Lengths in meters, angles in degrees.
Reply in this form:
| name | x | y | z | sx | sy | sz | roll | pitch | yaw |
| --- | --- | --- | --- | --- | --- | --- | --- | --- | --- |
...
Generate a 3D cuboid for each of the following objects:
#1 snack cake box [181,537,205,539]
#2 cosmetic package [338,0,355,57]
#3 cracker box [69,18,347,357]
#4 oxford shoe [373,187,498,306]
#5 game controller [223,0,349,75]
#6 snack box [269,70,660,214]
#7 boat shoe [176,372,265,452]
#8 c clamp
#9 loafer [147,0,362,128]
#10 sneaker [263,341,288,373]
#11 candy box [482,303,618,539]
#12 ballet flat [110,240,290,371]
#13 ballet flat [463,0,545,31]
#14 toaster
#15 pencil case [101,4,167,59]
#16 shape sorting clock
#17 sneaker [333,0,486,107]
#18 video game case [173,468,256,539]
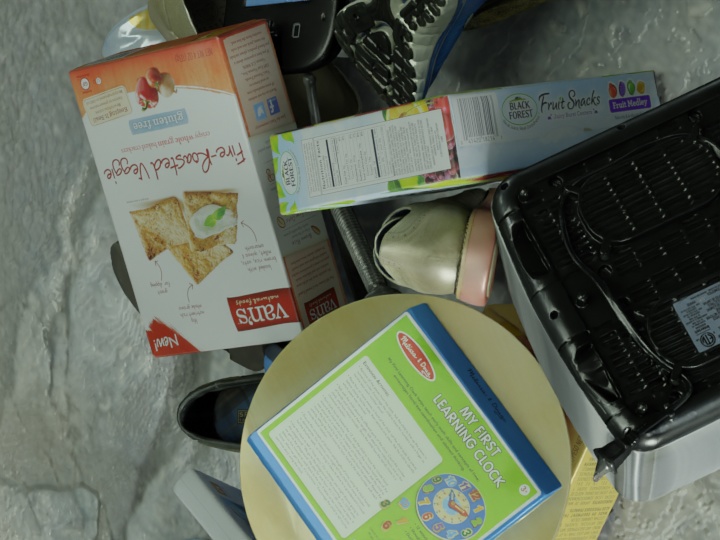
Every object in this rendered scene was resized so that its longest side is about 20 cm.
| name | x | y | z | sx | sy | sz | roll | pitch | yaw |
| --- | --- | --- | --- | --- | --- | --- | --- | --- | --- |
| snack cake box | -0.181 | 0.255 | 1.628 | 0.067 | 0.199 | 0.115 | 36 | 113 | 38 |
| cosmetic package | 0.013 | -0.260 | 1.548 | 0.200 | 0.052 | 0.151 | -43 | 63 | 35 |
| cracker box | -0.098 | -0.050 | 1.527 | 0.134 | 0.058 | 0.201 | -9 | 103 | 38 |
| oxford shoe | 0.047 | -0.021 | 1.428 | 0.073 | 0.200 | 0.071 | 10 | 91 | 2 |
| game controller | -0.041 | -0.223 | 1.521 | 0.104 | 0.042 | 0.201 | -2 | 80 | 52 |
| snack box | 0.065 | -0.076 | 1.392 | 0.142 | 0.199 | 0.053 | -8 | 91 | 44 |
| boat shoe | -0.043 | 0.098 | 1.596 | 0.199 | 0.056 | 0.069 | -8 | 84 | 44 |
| c clamp | 0.000 | 0.000 | 1.497 | 0.171 | 0.027 | 0.200 | 78 | 172 | -46 |
| loafer | -0.073 | -0.145 | 1.586 | 0.200 | 0.076 | 0.068 | 42 | 159 | 20 |
| sneaker | -0.010 | 0.120 | 1.482 | 0.200 | 0.066 | 0.079 | 43 | 108 | 36 |
| candy box | 0.094 | 0.135 | 1.465 | 0.117 | 0.056 | 0.201 | 39 | 115 | 39 |
| ballet flat | -0.111 | 0.019 | 1.676 | 0.200 | 0.046 | 0.068 | 23 | 137 | 47 |
| ballet flat | 0.109 | -0.193 | 1.442 | 0.200 | 0.070 | 0.071 | -16 | 78 | 50 |
| toaster | 0.176 | 0.014 | 1.299 | 0.199 | 0.119 | 0.181 | -25 | 65 | -5 |
| pencil case | -0.111 | -0.092 | 1.643 | 0.091 | 0.083 | 0.201 | -53 | 54 | 45 |
| shape sorting clock | 0.026 | 0.114 | 1.395 | 0.199 | 0.039 | 0.201 | -1 | 85 | 15 |
| sneaker | 0.047 | -0.163 | 1.419 | 0.079 | 0.089 | 0.200 | 51 | 155 | 9 |
| video game case | -0.012 | 0.214 | 1.485 | 0.023 | 0.182 | 0.200 | -48 | 56 | 7 |
